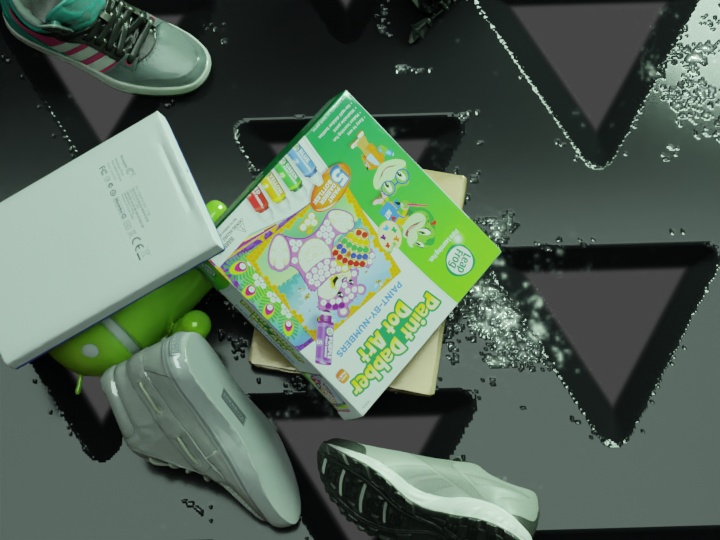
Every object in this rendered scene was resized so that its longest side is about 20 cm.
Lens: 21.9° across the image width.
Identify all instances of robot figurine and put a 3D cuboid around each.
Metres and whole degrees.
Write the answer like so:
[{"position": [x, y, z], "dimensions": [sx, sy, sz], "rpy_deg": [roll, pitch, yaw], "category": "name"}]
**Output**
[{"position": [-0.198, 0.007, 1.581], "dimensions": [0.175, 0.116, 0.200], "rpy_deg": [43, 81, 3], "category": "robot figurine"}]

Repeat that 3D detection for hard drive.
[{"position": [-0.222, -0.025, 1.512], "dimensions": [0.200, 0.025, 0.132], "rpy_deg": [-29, 68, 8], "category": "hard drive"}]

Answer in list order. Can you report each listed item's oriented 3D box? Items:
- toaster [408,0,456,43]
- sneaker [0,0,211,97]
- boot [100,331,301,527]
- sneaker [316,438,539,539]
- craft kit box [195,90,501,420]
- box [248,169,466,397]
[{"position": [0.085, -0.331, 1.631], "dimensions": [0.200, 0.181, 0.119], "rpy_deg": [-39, 76, -9], "category": "toaster"}, {"position": [-0.229, -0.223, 1.634], "dimensions": [0.200, 0.121, 0.084], "rpy_deg": [19, 77, 4], "category": "sneaker"}, {"position": [-0.134, 0.143, 1.556], "dimensions": [0.095, 0.074, 0.200], "rpy_deg": [-22, 113, 23], "category": "boot"}, {"position": [0.057, 0.188, 1.568], "dimensions": [0.200, 0.074, 0.079], "rpy_deg": [21, 41, 13], "category": "sneaker"}, {"position": [-0.012, -0.013, 1.564], "dimensions": [0.198, 0.048, 0.200], "rpy_deg": [46, 68, -13], "category": "craft kit box"}, {"position": [0.000, 0.000, 1.630], "dimensions": [0.163, 0.021, 0.200], "rpy_deg": [10, 76, 2], "category": "box"}]
